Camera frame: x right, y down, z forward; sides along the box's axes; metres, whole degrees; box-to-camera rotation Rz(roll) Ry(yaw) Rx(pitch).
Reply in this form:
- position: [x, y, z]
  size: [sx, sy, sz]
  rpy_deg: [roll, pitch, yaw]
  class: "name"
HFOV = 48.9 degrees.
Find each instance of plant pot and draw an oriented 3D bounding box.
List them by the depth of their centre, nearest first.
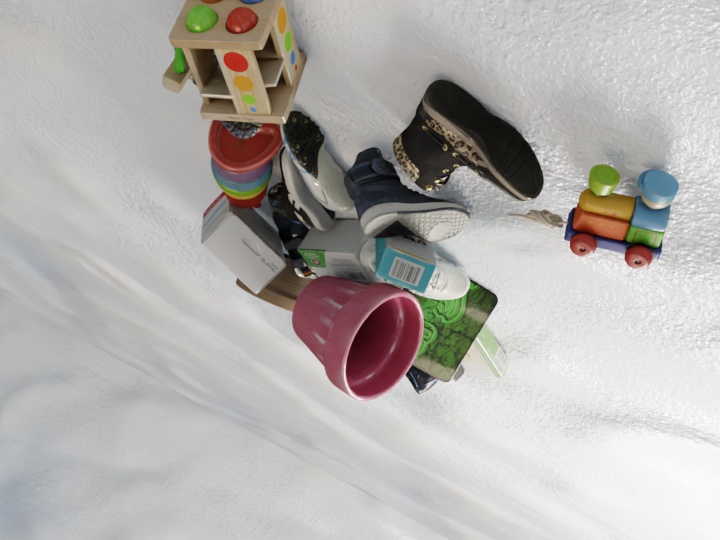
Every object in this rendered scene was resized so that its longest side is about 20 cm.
- position: [-0.017, 0.099, 1.385]
  size: [0.178, 0.200, 0.201]
  rpy_deg: [27, 158, 39]
  class: "plant pot"
- position: [-0.150, 0.020, 1.627]
  size: [0.199, 0.094, 0.201]
  rpy_deg: [22, -177, -1]
  class: "plant pot"

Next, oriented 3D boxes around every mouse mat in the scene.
- position: [0.136, 0.091, 1.431]
  size: [0.160, 0.008, 0.201]
  rpy_deg: [29, 110, 3]
  class: "mouse mat"

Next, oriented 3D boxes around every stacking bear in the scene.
- position: [-0.201, -0.174, 1.366]
  size: [0.120, 0.114, 0.200]
  rpy_deg: [28, 159, 6]
  class: "stacking bear"

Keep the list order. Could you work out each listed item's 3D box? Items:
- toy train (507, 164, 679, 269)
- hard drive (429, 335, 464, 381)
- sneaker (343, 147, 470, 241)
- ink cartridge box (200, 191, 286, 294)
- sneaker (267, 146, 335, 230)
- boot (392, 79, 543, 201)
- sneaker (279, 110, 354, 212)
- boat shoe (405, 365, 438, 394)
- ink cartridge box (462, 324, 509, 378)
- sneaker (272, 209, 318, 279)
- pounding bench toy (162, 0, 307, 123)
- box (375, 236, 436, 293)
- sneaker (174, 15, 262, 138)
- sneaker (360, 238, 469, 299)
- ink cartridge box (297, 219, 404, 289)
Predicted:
- position: [0.290, -0.085, 0.997]
  size: [0.198, 0.085, 0.116]
  rpy_deg: [14, 140, 11]
  class: "toy train"
- position: [0.113, 0.124, 1.566]
  size: [0.200, 0.033, 0.140]
  rpy_deg: [37, 165, 43]
  class: "hard drive"
- position: [0.067, -0.119, 1.211]
  size: [0.200, 0.147, 0.077]
  rpy_deg: [2, 137, -35]
  class: "sneaker"
- position: [-0.223, -0.061, 1.494]
  size: [0.146, 0.083, 0.200]
  rpy_deg: [45, -173, -20]
  class: "ink cartridge box"
- position: [-0.126, -0.143, 1.370]
  size: [0.111, 0.074, 0.201]
  rpy_deg: [14, 151, 28]
  class: "sneaker"
- position: [0.139, -0.150, 1.071]
  size: [0.199, 0.073, 0.150]
  rpy_deg: [38, 153, -7]
  class: "boot"
- position: [-0.076, -0.171, 1.275]
  size: [0.072, 0.072, 0.201]
  rpy_deg: [13, 147, 46]
  class: "sneaker"
- position: [0.071, 0.159, 1.577]
  size: [0.200, 0.069, 0.084]
  rpy_deg: [44, 169, 25]
  class: "boat shoe"
- position: [0.183, 0.145, 1.587]
  size: [0.198, 0.048, 0.146]
  rpy_deg: [4, 143, 41]
  class: "ink cartridge box"
- position: [-0.104, -0.039, 1.532]
  size: [0.200, 0.080, 0.078]
  rpy_deg: [43, 153, -21]
  class: "sneaker"
- position: [-0.193, -0.300, 1.048]
  size: [0.197, 0.125, 0.157]
  rpy_deg: [6, 148, 14]
  class: "pounding bench toy"
- position: [0.067, -0.032, 1.239]
  size: [0.081, 0.050, 0.200]
  rpy_deg: [21, -162, -5]
  class: "box"
- position: [-0.222, -0.294, 1.198]
  size: [0.201, 0.076, 0.085]
  rpy_deg: [64, 175, -23]
  class: "sneaker"
- position: [0.095, 0.007, 1.349]
  size: [0.198, 0.076, 0.081]
  rpy_deg: [17, -171, -9]
  class: "sneaker"
- position: [0.000, 0.000, 1.480]
  size: [0.145, 0.084, 0.201]
  rpy_deg: [5, 143, 41]
  class: "ink cartridge box"
